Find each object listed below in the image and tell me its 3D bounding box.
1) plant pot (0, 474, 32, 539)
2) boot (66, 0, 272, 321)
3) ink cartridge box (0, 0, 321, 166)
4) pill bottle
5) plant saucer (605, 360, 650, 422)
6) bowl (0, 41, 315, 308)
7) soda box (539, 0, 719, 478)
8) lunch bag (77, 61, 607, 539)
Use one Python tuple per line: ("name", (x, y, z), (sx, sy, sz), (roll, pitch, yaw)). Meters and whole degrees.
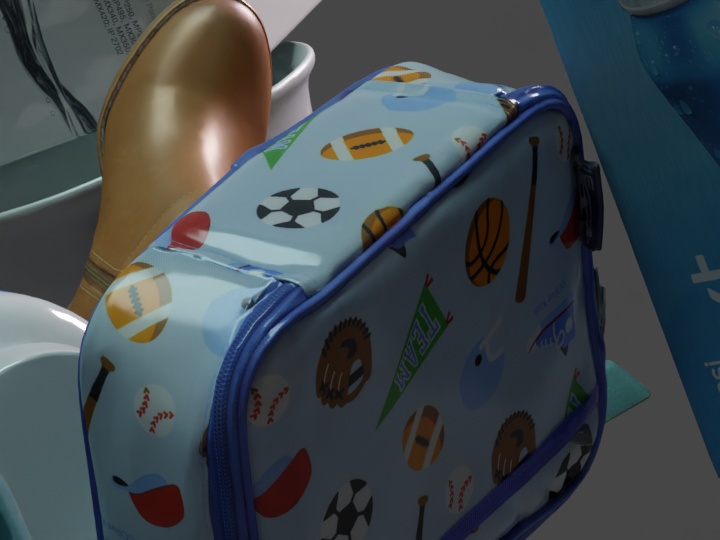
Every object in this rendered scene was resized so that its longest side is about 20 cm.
("plant pot", (-0.217, 0.126, 0.830), (0.195, 0.201, 0.200), (-24, 12, 24))
("boot", (-0.064, -0.020, 1.180), (0.073, 0.201, 0.155), (18, -5, -17))
("ink cartridge box", (-0.135, -0.116, 1.395), (0.199, 0.085, 0.145), (-18, 15, 22))
("pill bottle", (-0.143, 0.061, 1.072), (0.112, 0.113, 0.200), (-28, 14, -20))
("plant saucer", (0.001, 0.076, 1.002), (0.199, 0.019, 0.070), (-27, 15, -20))
("bowl", (-0.099, -0.025, 1.368), (0.200, 0.091, 0.201), (-21, 15, 6))
("soda box", (0.115, -0.043, 0.891), (0.068, 0.201, 0.064), (-11, 18, 37))
("lunch bag", (0.004, 0.038, 0.874), (0.075, 0.161, 0.200), (13, 34, 34))
